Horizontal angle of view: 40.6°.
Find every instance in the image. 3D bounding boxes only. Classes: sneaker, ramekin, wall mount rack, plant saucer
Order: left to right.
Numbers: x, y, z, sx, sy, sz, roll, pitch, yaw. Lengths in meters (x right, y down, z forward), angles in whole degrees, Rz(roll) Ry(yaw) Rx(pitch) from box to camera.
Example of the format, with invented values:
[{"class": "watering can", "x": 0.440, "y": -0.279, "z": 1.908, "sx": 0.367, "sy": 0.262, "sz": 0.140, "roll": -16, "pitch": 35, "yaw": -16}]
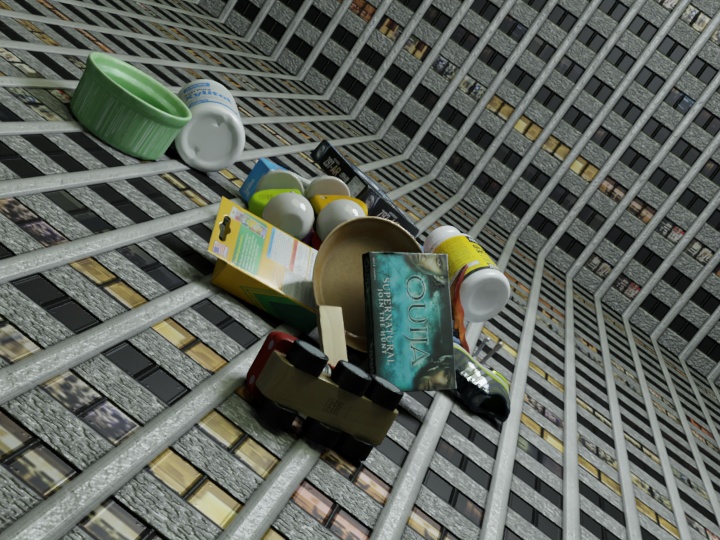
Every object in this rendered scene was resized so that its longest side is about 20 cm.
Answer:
[{"class": "ramekin", "x": -0.400, "y": -0.278, "z": 1.677, "sx": 0.199, "sy": 0.098, "sz": 0.200, "roll": 33, "pitch": 14, "yaw": -10}, {"class": "plant saucer", "x": 0.013, "y": 0.023, "z": 1.428, "sx": 0.199, "sy": 0.201, "sz": 0.035, "roll": 30, "pitch": -21, "yaw": -20}, {"class": "wall mount rack", "x": 0.176, "y": 0.117, "z": 1.741, "sx": 0.199, "sy": 0.075, "sz": 0.174, "roll": 35, "pitch": 2, "yaw": 0}, {"class": "sneaker", "x": 0.174, "y": 0.181, "z": 1.588, "sx": 0.199, "sy": 0.074, "sz": 0.081, "roll": 27, "pitch": 19, "yaw": -23}]

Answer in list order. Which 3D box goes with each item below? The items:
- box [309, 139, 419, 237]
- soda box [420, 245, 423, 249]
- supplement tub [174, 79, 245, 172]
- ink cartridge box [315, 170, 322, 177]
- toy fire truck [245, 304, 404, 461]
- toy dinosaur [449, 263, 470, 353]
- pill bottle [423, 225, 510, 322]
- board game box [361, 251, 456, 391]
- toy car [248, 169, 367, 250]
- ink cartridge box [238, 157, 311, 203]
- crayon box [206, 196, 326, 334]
[{"class": "box", "x": 0.007, "y": -0.142, "z": 1.782, "sx": 0.160, "sy": 0.044, "sz": 0.200, "roll": 37, "pitch": 9, "yaw": -41}, {"class": "soda box", "x": 0.140, "y": 0.018, "z": 2.025, "sx": 0.064, "sy": 0.068, "sz": 0.200, "roll": 25, "pitch": 18, "yaw": -35}, {"class": "supplement tub", "x": -0.293, "y": -0.279, "z": 1.859, "sx": 0.131, "sy": 0.132, "sz": 0.200, "roll": 28, "pitch": 16, "yaw": -24}, {"class": "ink cartridge box", "x": 0.005, "y": -0.096, "z": 1.780, "sx": 0.162, "sy": 0.050, "sz": 0.200, "roll": 49, "pitch": -8, "yaw": 33}, {"class": "toy fire truck", "x": -0.055, "y": 0.116, "z": 1.206, "sx": 0.175, "sy": 0.129, "sz": 0.200, "roll": 27, "pitch": 5, "yaw": -28}, {"class": "toy dinosaur", "x": 0.152, "y": 0.105, "z": 1.628, "sx": 0.181, "sy": 0.199, "sz": 0.106, "roll": 36, "pitch": 44, "yaw": -32}, {"class": "pill bottle", "x": 0.197, "y": 0.000, "z": 1.872, "sx": 0.112, "sy": 0.113, "sz": 0.200, "roll": 25, "pitch": 20, "yaw": -35}, {"class": "board game box", "x": 0.071, "y": 0.075, "z": 1.413, "sx": 0.134, "sy": 0.202, "sz": 0.028, "roll": 1, "pitch": -9, "yaw": -27}, {"class": "toy car", "x": -0.091, "y": -0.071, "z": 1.607, "sx": 0.198, "sy": 0.151, "sz": 0.175, "roll": 6, "pitch": 23, "yaw": -17}, {"class": "ink cartridge box", "x": -0.114, "y": -0.105, "z": 1.803, "sx": 0.145, "sy": 0.084, "sz": 0.200, "roll": 24, "pitch": 18, "yaw": -46}, {"class": "crayon box", "x": -0.139, "y": -0.007, "z": 1.423, "sx": 0.199, "sy": 0.052, "sz": 0.126, "roll": 31, "pitch": 38, "yaw": -21}]
